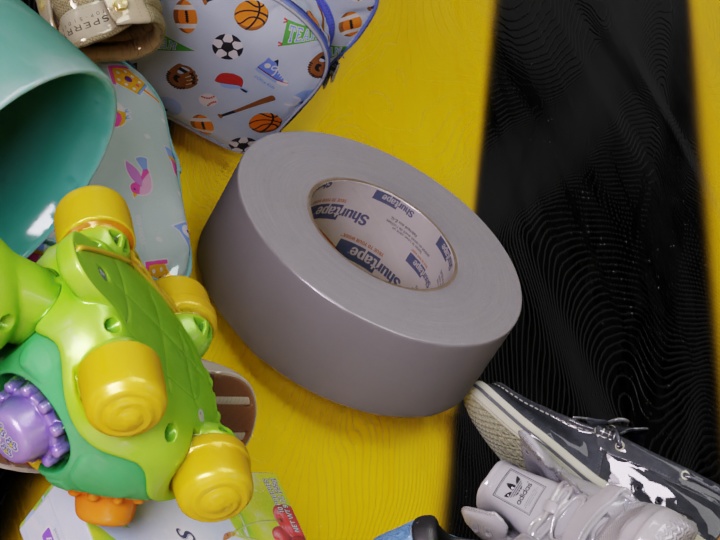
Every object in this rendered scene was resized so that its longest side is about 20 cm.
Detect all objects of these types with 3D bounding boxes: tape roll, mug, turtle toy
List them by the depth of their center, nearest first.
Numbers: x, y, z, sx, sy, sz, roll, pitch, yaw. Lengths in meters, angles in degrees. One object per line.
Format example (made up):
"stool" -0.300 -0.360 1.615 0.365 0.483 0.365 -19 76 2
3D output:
"turtle toy" -0.135 0.040 0.893 0.200 0.101 0.146 50 15 -42
"mug" -0.221 -0.059 0.923 0.114 0.185 0.152 41 -15 14
"tape roll" 0.000 0.000 1.219 0.200 0.066 0.200 22 31 -14

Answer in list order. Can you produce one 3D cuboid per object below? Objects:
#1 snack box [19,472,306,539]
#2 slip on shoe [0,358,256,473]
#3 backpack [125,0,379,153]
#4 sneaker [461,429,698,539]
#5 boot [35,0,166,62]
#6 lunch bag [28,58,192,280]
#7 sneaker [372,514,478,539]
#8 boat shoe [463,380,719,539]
"snack box" -0.068 0.192 0.943 0.142 0.053 0.200 6 46 -44
"slip on shoe" -0.151 0.064 1.008 0.200 0.076 0.061 5 6 -35
"backpack" -0.082 -0.187 1.265 0.200 0.191 0.154 25 35 -28
"sneaker" 0.122 0.151 1.130 0.115 0.075 0.200 36 -12 6
"boot" -0.178 -0.198 1.074 0.200 0.073 0.156 15 57 -73
"lunch bag" -0.185 -0.059 1.098 0.160 0.077 0.200 18 38 -33
"sneaker" 0.083 0.200 1.070 0.200 0.090 0.078 31 33 -23
"boat shoe" 0.155 0.124 1.228 0.200 0.075 0.062 31 68 18
